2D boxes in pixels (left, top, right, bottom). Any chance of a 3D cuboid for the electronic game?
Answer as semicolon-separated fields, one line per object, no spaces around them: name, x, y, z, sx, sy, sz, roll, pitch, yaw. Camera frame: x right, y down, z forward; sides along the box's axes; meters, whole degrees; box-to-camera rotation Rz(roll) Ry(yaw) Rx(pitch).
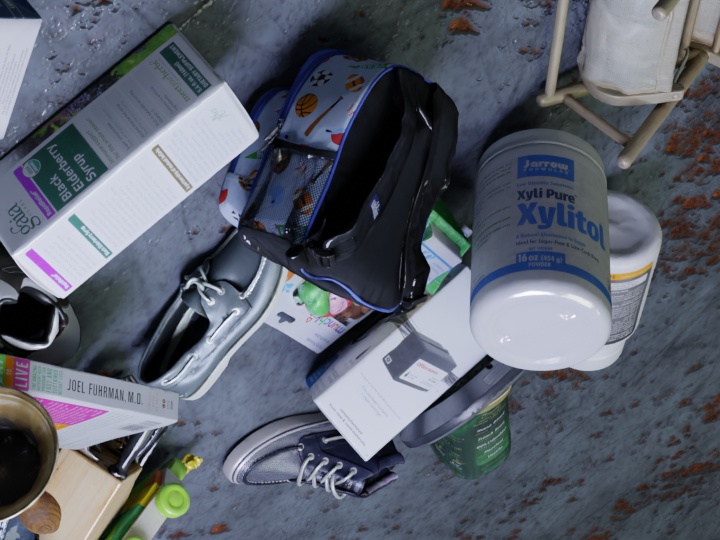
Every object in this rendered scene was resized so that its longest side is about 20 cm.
electronic game;0.118;0.107;1.540;0.200;0.042;0.200;-41;-175;4

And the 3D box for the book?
book;-0.263;0.105;1.220;0.133;0.048;0.200;-17;156;39

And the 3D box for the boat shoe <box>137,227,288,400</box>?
boat shoe;-0.129;0.030;1.347;0.062;0.073;0.200;12;118;-48

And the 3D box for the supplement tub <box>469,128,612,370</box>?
supplement tub;0.169;-0.020;1.440;0.131;0.200;0.132;3;141;2

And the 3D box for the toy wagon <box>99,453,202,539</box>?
toy wagon;-0.222;0.245;1.479;0.155;0.040;0.200;-32;-162;48

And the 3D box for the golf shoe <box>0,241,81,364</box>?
golf shoe;-0.264;0.043;1.196;0.078;0.094;0.200;-43;151;-4

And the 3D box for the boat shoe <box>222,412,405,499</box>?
boat shoe;-0.043;0.206;1.639;0.200;0.093;0.075;-16;141;-35

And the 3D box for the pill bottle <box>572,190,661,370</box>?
pill bottle;0.264;0.015;1.719;0.116;0.116;0.200;-26;145;-24

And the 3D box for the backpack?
backpack;-0.009;-0.080;1.252;0.191;0.154;0.200;-63;151;-2

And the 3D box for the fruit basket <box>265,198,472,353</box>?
fruit basket;0.000;0.000;1.436;0.200;0.094;0.185;-42;149;6

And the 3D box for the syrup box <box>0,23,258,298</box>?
syrup box;-0.184;-0.080;1.146;0.200;0.079;0.081;-39;149;-4

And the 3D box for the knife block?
knife block;-0.247;0.191;1.360;0.200;0.064;0.176;-53;174;-38

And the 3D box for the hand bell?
hand bell;-0.262;0.173;1.187;0.104;0.104;0.200;-34;158;-12

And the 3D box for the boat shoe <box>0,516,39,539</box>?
boat shoe;-0.290;0.255;1.299;0.071;0.091;0.201;-10;127;-57

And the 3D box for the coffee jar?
coffee jar;0.120;0.145;1.732;0.085;0.104;0.200;-32;148;-17

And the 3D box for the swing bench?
swing bench;0.285;-0.237;1.427;0.200;0.130;0.199;-32;147;-26

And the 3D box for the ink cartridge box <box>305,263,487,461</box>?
ink cartridge box;0.048;0.084;1.538;0.200;0.084;0.145;-41;-174;-2

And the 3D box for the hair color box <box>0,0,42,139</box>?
hair color box;-0.310;-0.134;0.959;0.200;0.061;0.100;-8;135;-43
